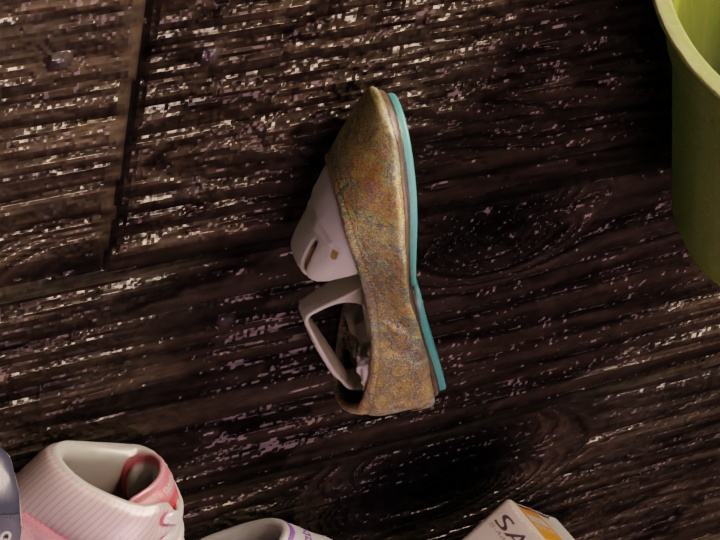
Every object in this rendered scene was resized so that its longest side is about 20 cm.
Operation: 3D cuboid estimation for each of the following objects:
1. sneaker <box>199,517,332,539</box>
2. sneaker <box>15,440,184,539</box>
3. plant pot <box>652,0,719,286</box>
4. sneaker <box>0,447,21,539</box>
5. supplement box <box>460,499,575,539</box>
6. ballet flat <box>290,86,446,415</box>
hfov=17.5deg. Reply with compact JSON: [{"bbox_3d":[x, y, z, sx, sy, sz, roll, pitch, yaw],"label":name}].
[{"bbox_3d":[-0.084,0.206,1.258,0.114,0.073,0.201,34,110,-30],"label":"sneaker"},{"bbox_3d":[-0.098,0.155,1.148,0.200,0.075,0.105,34,102,-24],"label":"sneaker"},{"bbox_3d":[0.224,-0.078,1.122,0.199,0.201,0.191,-23,150,-16],"label":"plant pot"},{"bbox_3d":[-0.223,0.145,1.021,0.146,0.077,0.204,21,78,-50],"label":"sneaker"},{"bbox_3d":[0.047,0.226,1.327,0.200,0.074,0.126,-42,161,7],"label":"supplement box"},{"bbox_3d":[0.000,0.000,1.114,0.070,0.071,0.201,-25,139,-14],"label":"ballet flat"}]
